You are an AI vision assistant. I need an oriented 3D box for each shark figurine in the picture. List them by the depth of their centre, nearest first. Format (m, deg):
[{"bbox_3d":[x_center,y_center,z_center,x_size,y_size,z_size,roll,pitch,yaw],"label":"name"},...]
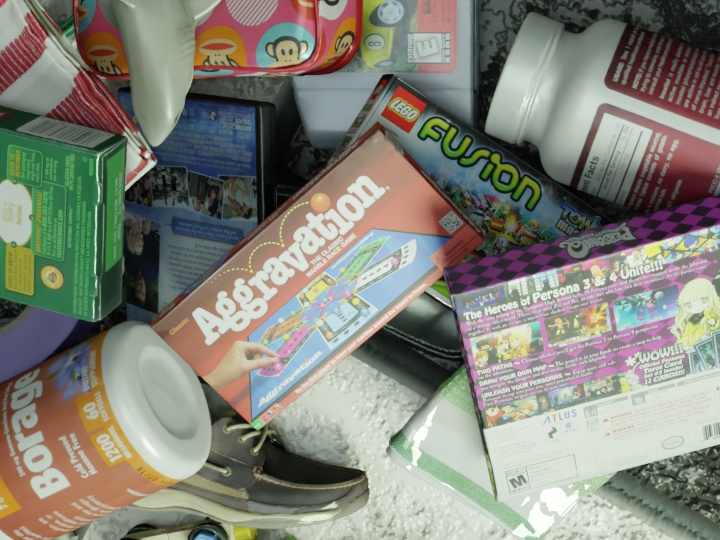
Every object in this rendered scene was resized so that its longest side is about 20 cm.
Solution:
[{"bbox_3d":[-0.169,-0.198,1.279,0.215,0.089,0.128,50,117,17],"label":"shark figurine"}]

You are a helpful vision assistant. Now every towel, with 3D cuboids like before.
[{"bbox_3d":[-0.240,-0.110,1.313,0.144,0.023,0.200,-38,91,31],"label":"towel"},{"bbox_3d":[0.134,0.091,1.332,0.149,0.031,0.200,33,114,-31],"label":"towel"}]

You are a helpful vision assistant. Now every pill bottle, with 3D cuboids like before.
[{"bbox_3d":[0.188,-0.095,1.300,0.200,0.113,0.113,21,101,6],"label":"pill bottle"},{"bbox_3d":[-0.209,0.122,1.357,0.200,0.112,0.112,-26,93,20],"label":"pill bottle"}]

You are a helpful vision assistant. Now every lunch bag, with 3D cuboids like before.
[{"bbox_3d":[-0.097,-0.215,1.325,0.200,0.082,0.177,3,98,29],"label":"lunch bag"}]

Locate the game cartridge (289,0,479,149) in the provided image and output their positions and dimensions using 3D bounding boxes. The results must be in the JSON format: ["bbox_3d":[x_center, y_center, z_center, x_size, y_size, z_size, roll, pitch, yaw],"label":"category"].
[{"bbox_3d":[0.014,-0.181,1.358,0.133,0.041,0.201,1,98,14],"label":"game cartridge"}]

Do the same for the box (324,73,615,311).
[{"bbox_3d":[0.071,-0.031,1.329,0.200,0.035,0.110,32,88,-13],"label":"box"}]

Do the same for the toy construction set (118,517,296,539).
[{"bbox_3d":[-0.115,0.243,1.420,0.200,0.092,0.131,-14,96,1],"label":"toy construction set"}]

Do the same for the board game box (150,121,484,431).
[{"bbox_3d":[-0.029,0.006,1.295,0.200,0.019,0.103,-41,106,14],"label":"board game box"}]

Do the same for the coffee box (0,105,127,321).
[{"bbox_3d":[-0.249,-0.049,1.304,0.200,0.044,0.123,13,116,17],"label":"coffee box"}]

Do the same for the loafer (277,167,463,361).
[{"bbox_3d":[0.000,0.000,1.368,0.200,0.070,0.068,34,101,3],"label":"loafer"}]

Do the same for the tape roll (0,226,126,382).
[{"bbox_3d":[-0.268,-0.023,1.404,0.199,0.085,0.201,2,99,10],"label":"tape roll"}]

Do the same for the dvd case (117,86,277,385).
[{"bbox_3d":[-0.110,-0.021,1.366,0.142,0.018,0.201,10,107,41],"label":"dvd case"}]

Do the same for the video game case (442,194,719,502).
[{"bbox_3d":[0.165,0.051,1.275,0.200,0.036,0.182,-15,127,0],"label":"video game case"}]

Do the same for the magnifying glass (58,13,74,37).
[{"bbox_3d":[-0.268,-0.168,1.414,0.200,0.022,0.080,-35,92,14],"label":"magnifying glass"}]

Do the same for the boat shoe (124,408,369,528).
[{"bbox_3d":[-0.092,0.134,1.403,0.199,0.074,0.074,4,99,8],"label":"boat shoe"}]

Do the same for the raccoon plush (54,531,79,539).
[{"bbox_3d":[-0.254,0.275,1.465,0.097,0.134,0.200,11,135,-1],"label":"raccoon plush"}]
